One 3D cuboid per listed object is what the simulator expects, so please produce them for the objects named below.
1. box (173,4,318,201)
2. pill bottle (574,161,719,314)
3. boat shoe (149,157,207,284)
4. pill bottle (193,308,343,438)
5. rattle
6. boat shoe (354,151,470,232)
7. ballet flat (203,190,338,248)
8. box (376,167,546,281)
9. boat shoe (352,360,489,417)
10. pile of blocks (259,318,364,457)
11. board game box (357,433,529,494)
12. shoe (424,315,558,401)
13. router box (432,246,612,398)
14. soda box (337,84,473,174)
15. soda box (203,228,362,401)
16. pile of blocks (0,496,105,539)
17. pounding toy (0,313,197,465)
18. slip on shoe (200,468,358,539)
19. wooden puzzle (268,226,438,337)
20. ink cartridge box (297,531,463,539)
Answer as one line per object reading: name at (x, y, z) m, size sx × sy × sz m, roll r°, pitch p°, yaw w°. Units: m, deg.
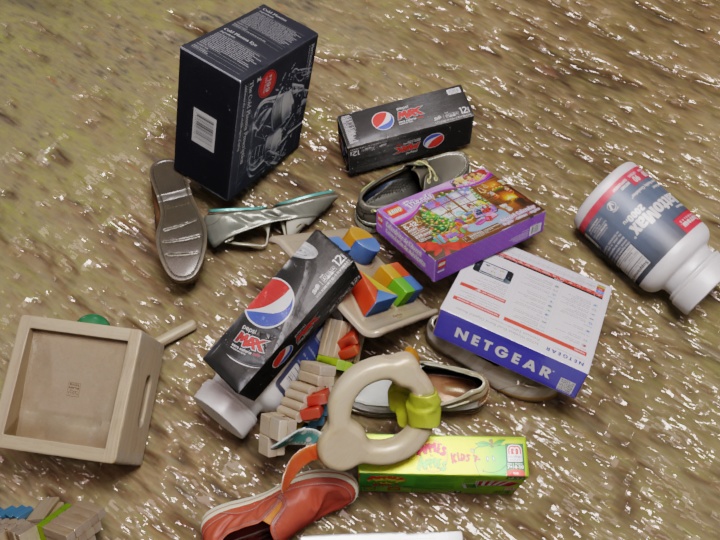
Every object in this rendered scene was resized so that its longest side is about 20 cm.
box at (-0.162, -0.238, 1.076) m, size 0.103 × 0.202 × 0.182 m, roll 30°, pitch 46°, yaw 13°
pill bottle at (0.407, -0.042, 1.057) m, size 0.119 × 0.120 × 0.200 m, roll -37°, pitch 70°, yaw -17°
boat shoe at (-0.258, -0.062, 1.094) m, size 0.071 × 0.068 × 0.203 m, roll -7°, pitch 62°, yaw -12°
pill bottle at (-0.120, 0.110, 0.984) m, size 0.110 × 0.111 × 0.201 m, roll 32°, pitch 68°, yaw 15°
rattle at (-0.014, 0.159, 0.882) m, size 0.199 × 0.131 × 0.143 m, roll -33°, pitch 34°, yaw 3°
boat shoe at (0.081, -0.125, 1.127) m, size 0.200 × 0.061 × 0.073 m, roll -28°, pitch 68°, yaw -13°
ballet flat at (-0.126, -0.070, 1.106) m, size 0.197 × 0.067 × 0.065 m, roll -11°, pitch 93°, yaw -11°
box at (0.139, -0.070, 1.065) m, size 0.198 × 0.040 × 0.137 m, roll -23°, pitch 44°, yaw -26°
boat shoe at (0.068, 0.147, 0.988) m, size 0.196 × 0.069 × 0.076 m, roll -2°, pitch 66°, yaw 2°
pile of blocks at (-0.043, 0.149, 0.928) m, size 0.082 × 0.062 × 0.201 m, roll 46°, pitch 68°, yaw -28°
board game box at (0.095, 0.236, 0.929) m, size 0.196 × 0.102 × 0.048 m, roll 1°, pitch 62°, yaw 0°
shoe at (0.176, 0.113, 1.016) m, size 0.198 × 0.054 × 0.071 m, roll 25°, pitch 66°, yaw 11°
router box at (0.216, 0.052, 1.009) m, size 0.198 × 0.049 × 0.180 m, roll 24°, pitch 43°, yaw 13°
soda box at (0.067, -0.212, 1.154) m, size 0.197 × 0.071 × 0.064 m, roll -15°, pitch 63°, yaw -6°
soda box at (-0.088, 0.053, 0.893) m, size 0.063 × 0.071 × 0.200 m, roll 38°, pitch 82°, yaw 18°
pile of blocks at (-0.399, 0.324, 0.917) m, size 0.196 × 0.082 × 0.063 m, roll -5°, pitch 107°, yaw 7°
pounding toy at (-0.328, 0.137, 0.973) m, size 0.181 × 0.142 × 0.203 m, roll 7°, pitch 75°, yaw 4°
slip on shoe at (-0.094, 0.295, 0.909) m, size 0.197 × 0.075 × 0.061 m, roll -19°, pitch 35°, yaw -3°
wooden puzzle at (0.000, 0.000, 1.012) m, size 0.200 × 0.184 × 0.047 m, roll 41°, pitch 114°, yaw 20°
ink cartridge box at (0.025, 0.394, 0.888) m, size 0.196 × 0.057 × 0.165 m, roll 1°, pitch 63°, yaw -9°
